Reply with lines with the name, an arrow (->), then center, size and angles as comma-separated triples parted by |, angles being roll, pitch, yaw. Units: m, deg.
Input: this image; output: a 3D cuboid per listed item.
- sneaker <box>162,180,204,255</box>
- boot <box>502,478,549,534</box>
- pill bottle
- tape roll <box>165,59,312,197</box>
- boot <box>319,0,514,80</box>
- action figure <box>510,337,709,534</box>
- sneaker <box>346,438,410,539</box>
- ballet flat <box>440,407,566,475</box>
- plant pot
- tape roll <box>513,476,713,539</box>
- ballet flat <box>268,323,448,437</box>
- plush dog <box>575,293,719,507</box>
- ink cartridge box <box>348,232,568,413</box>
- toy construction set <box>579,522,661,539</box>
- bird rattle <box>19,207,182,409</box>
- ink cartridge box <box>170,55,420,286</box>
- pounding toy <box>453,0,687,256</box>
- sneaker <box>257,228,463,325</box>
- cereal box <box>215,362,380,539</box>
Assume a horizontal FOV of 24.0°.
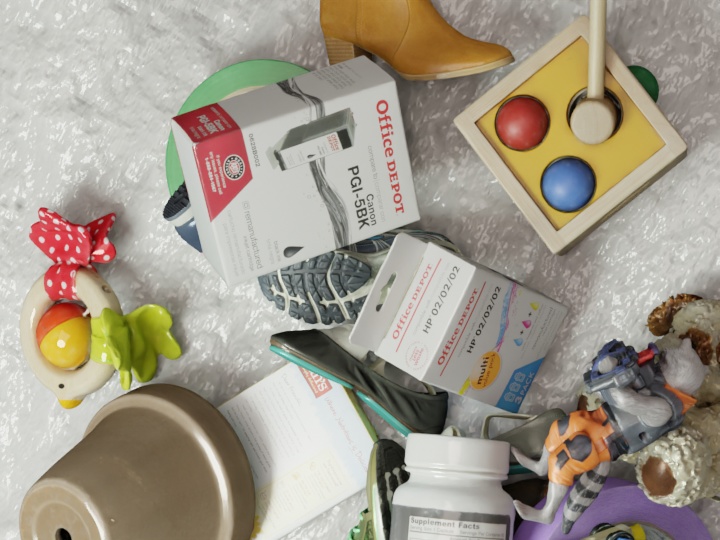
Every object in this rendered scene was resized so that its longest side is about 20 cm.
sneaker -> -0.093, -0.093, 1.620 | 0.199, 0.070, 0.082 | -40, 115, 2
boot -> 0.160, 0.296, 1.613 | 0.096, 0.074, 0.203 | 1, 92, 31
pill bottle -> 0.081, 0.251, 1.515 | 0.112, 0.113, 0.203 | 4, 83, 11
tape roll -> -0.092, -0.105, 1.666 | 0.198, 0.048, 0.203 | 0, 89, 11
boot -> 0.048, -0.254, 1.615 | 0.199, 0.071, 0.146 | 0, 100, 26
action figure -> 0.220, 0.128, 1.469 | 0.193, 0.200, 0.105 | -40, 89, 15
sneaker -> 0.010, 0.258, 1.589 | 0.088, 0.077, 0.203 | 1, 94, 36
ballet flat -> 0.111, 0.173, 1.607 | 0.198, 0.067, 0.064 | -16, 72, 26
plant pot -> -0.225, 0.226, 1.593 | 0.198, 0.174, 0.203 | 9, 108, 31
tape roll -> 0.230, 0.293, 1.544 | 0.198, 0.066, 0.203 | -1, 92, -20
ballet flat -> 0.004, 0.094, 1.614 | 0.199, 0.068, 0.069 | 34, 82, -23
plush dog -> 0.309, 0.111, 1.541 | 0.159, 0.200, 0.174 | 11, 103, -22
ink cartridge box -> 0.092, 0.050, 1.550 | 0.068, 0.199, 0.116 | 29, 95, 42
toy construction set -> 0.212, 0.294, 1.462 | 0.198, 0.092, 0.133 | -20, 98, -29
bird rattle -> -0.284, 0.045, 1.680 | 0.163, 0.112, 0.200 | -45, 78, 24
ink cartridge box -> -0.057, -0.092, 1.548 | 0.198, 0.083, 0.148 | -20, 117, -14
pounding toy -> 0.203, -0.148, 1.562 | 0.199, 0.142, 0.185 | -38, 83, 8
sneaker -> 0.000, 0.000, 1.623 | 0.197, 0.086, 0.079 | -2, 111, -2
cereal box -> -0.084, 0.184, 1.665 | 0.199, 0.040, 0.145 | -31, 83, 9
